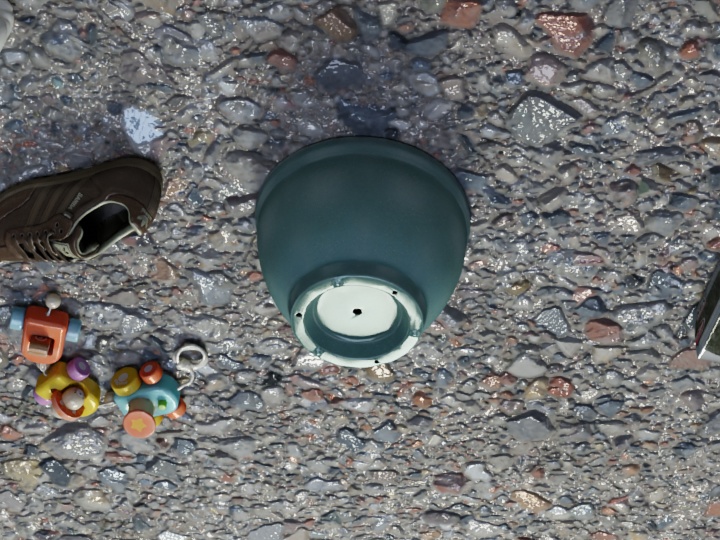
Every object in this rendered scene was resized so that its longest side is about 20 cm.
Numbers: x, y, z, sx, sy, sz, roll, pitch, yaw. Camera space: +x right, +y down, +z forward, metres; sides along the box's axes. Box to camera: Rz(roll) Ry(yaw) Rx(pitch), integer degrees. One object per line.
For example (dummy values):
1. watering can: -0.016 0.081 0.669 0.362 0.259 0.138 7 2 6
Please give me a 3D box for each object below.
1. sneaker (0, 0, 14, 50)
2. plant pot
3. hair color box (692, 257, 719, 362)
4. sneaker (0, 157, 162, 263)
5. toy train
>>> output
1. sneaker: -0.366 -0.154 1.540 0.070 0.081 0.200 28 132 -25
2. plant pot: 0.000 0.000 1.633 0.199 0.135 0.201 1 136 1
3. hair color box: 0.422 0.046 1.705 0.199 0.061 0.099 10 135 -5
4. sneaker: -0.271 -0.041 1.649 0.199 0.076 0.071 -21 131 22
5. toy train: -0.258 0.105 1.810 0.199 0.056 0.151 15 134 -11
